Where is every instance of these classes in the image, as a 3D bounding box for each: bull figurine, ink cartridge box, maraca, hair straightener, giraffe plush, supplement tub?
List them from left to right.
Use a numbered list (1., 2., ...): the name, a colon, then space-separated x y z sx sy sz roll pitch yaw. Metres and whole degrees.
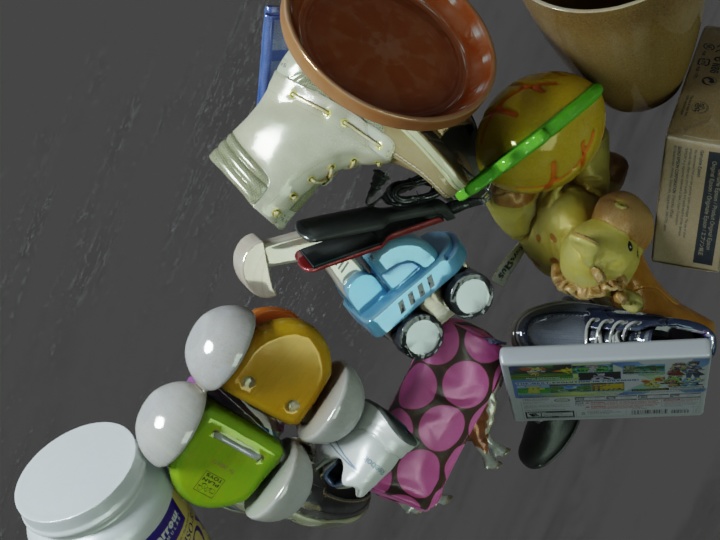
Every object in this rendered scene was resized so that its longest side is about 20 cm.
1. supplement tub: -0.226 0.257 1.329 0.145 0.145 0.200 -32 126 -11
2. hair straightener: 0.032 -0.058 1.309 0.200 0.041 0.077 -15 130 -17
3. bull figurine: 0.093 0.173 1.504 0.200 0.065 0.121 -33 93 -2
4. maraca: 0.159 -0.122 1.304 0.137 0.107 0.200 -40 180 40
5. giraffe plush: 0.225 -0.042 1.420 0.172 0.162 0.200 9 109 -32
6. ink cartridge box: 0.358 -0.125 1.424 0.165 0.075 0.200 84 25 -43

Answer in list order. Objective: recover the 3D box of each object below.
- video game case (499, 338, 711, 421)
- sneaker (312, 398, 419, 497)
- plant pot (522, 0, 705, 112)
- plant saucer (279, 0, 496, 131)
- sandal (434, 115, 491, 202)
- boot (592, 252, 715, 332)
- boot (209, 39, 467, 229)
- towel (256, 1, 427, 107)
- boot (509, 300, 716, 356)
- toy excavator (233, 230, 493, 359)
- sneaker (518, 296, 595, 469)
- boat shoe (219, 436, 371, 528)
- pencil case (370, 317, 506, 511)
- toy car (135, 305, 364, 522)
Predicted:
1. video game case: 0.247 0.112 1.410 0.200 0.022 0.182 -3 156 10
2. sneaker: -0.018 0.165 1.372 0.075 0.200 0.087 41 80 -14
3. plant pot: 0.251 -0.248 1.340 0.186 0.186 0.200 -38 141 -8
4. plant saucer: 0.024 -0.201 1.228 0.200 0.200 0.032 -4 149 -27
5. sandal: 0.075 -0.128 1.334 0.082 0.055 0.200 -37 127 -4
6. boot: 0.320 0.034 1.522 0.144 0.071 0.201 14 82 -14
7. boot: -0.020 -0.094 1.251 0.200 0.072 0.155 39 99 2
8. towel: -0.003 -0.183 1.312 0.200 0.024 0.147 -7 119 -24
9. boot: 0.258 0.065 1.429 0.200 0.090 0.073 2 84 -5
10. toy excavator: 0.000 0.000 1.374 0.194 0.100 0.200 -40 112 -5
11. sneaker: 0.209 0.119 1.551 0.088 0.074 0.200 27 85 -29
12. boat shoe: -0.068 0.214 1.441 0.200 0.074 0.073 13 107 -34
13. pencil case: 0.078 0.148 1.430 0.094 0.091 0.200 29 89 -15
14. toy car: -0.111 0.124 1.318 0.175 0.150 0.200 32 93 -23
